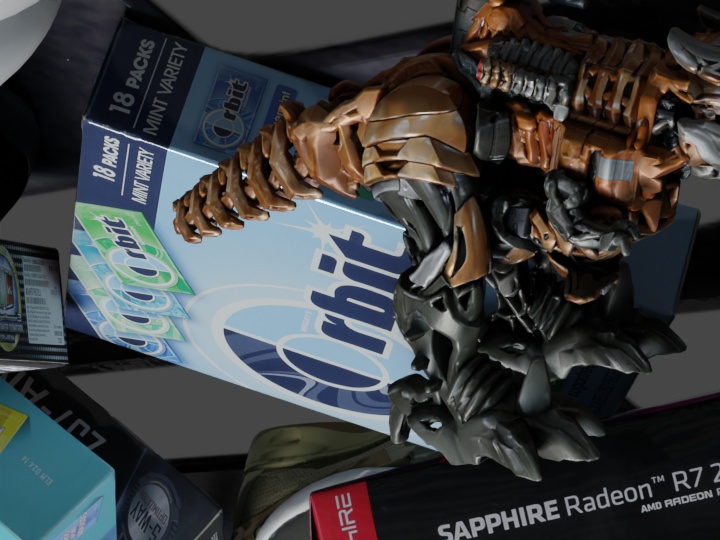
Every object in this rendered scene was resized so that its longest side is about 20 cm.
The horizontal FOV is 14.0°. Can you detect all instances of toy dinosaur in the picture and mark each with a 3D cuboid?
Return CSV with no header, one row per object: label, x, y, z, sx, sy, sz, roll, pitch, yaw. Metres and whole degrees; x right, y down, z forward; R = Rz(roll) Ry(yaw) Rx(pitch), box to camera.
toy dinosaur,0.041,-0.024,0.865,0.199,0.102,0.136,6,116,48

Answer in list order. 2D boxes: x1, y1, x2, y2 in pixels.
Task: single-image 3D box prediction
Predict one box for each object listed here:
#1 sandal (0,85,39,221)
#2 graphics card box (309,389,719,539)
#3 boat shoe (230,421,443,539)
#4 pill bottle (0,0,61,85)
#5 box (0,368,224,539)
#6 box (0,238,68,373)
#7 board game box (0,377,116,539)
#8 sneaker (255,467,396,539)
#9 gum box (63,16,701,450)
sandal,-0.160,-0.026,1.067,0.076,0.043,0.200,19,155,0
graphics card box,0.094,0.070,0.944,0.199,0.051,0.125,-13,175,16
boat shoe,0.022,0.094,1.161,0.200,0.063,0.073,-8,145,44
pill bottle,-0.147,-0.091,0.841,0.114,0.115,0.200,28,154,-20
box,-0.127,0.101,1.235,0.160,0.044,0.200,39,160,15
box,-0.202,0.017,0.970,0.159,0.045,0.200,-6,176,13
board game box,-0.182,0.068,1.140,0.200,0.047,0.151,37,153,18
sneaker,0.025,0.131,1.078,0.199,0.099,0.071,-5,136,38
gum box,0.000,0.000,1.008,0.199,0.045,0.170,18,155,0
